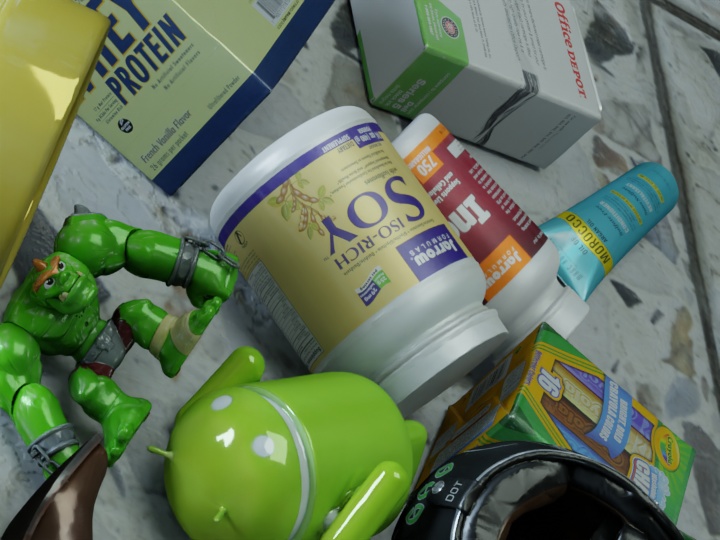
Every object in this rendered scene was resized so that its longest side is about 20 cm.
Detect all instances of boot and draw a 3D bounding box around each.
[{"bbox_3d":[-0.133,0.220,1.451,0.199,0.064,0.187,36,54,-10],"label":"boot"}]

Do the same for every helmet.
[{"bbox_3d":[0.114,0.211,1.619,0.198,0.191,0.202,3,73,-9],"label":"helmet"}]

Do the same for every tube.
[{"bbox_3d":[0.210,-0.037,2.083,0.077,0.050,0.200,44,40,8],"label":"tube"}]

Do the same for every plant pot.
[{"bbox_3d":[-0.279,-0.104,1.518,0.188,0.201,0.201,24,39,-7],"label":"plant pot"}]

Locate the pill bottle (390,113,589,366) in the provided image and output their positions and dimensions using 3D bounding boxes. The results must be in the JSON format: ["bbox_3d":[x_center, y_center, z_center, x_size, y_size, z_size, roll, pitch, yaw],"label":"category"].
[{"bbox_3d":[0.080,-0.014,1.861,0.200,0.113,0.113,46,35,-2],"label":"pill bottle"}]

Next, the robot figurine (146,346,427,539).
[{"bbox_3d":[-0.046,0.129,1.591,0.199,0.116,0.175,-5,35,-46],"label":"robot figurine"}]

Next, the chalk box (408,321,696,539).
[{"bbox_3d":[0.158,0.164,1.765,0.200,0.125,0.124,40,36,-8],"label":"chalk box"}]

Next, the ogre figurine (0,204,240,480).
[{"bbox_3d":[-0.174,0.043,1.557,0.119,0.201,0.098,33,-8,-1],"label":"ogre figurine"}]

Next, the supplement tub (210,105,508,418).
[{"bbox_3d":[0.000,0.000,1.737,0.201,0.145,0.145,54,36,10],"label":"supplement tub"}]

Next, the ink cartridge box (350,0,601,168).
[{"bbox_3d":[0.098,-0.190,2.071,0.199,0.084,0.146,19,45,-34],"label":"ink cartridge box"}]

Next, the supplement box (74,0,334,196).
[{"bbox_3d":[-0.145,-0.205,1.789,0.200,0.134,0.200,41,36,-9],"label":"supplement box"}]
